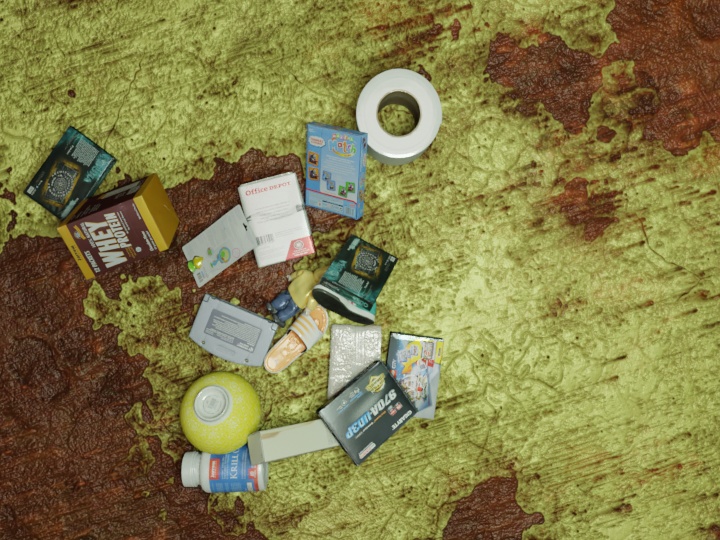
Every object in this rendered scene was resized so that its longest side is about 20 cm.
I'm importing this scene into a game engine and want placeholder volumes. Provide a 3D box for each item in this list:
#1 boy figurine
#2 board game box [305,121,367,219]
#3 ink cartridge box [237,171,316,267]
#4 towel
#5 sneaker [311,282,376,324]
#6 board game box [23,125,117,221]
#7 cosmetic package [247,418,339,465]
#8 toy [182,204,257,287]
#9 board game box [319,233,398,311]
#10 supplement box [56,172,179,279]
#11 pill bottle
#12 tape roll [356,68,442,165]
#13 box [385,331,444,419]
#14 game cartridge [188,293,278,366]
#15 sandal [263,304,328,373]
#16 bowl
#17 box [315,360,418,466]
[{"bbox_3d":[-0.139,0.048,1.536,0.199,0.064,0.125,-38,59,0],"label":"boy figurine"},{"bbox_3d":[-0.059,-0.236,1.478,0.150,0.037,0.202,18,121,25],"label":"board game box"},{"bbox_3d":[-0.200,-0.123,1.525,0.145,0.083,0.203,-14,93,0],"label":"ink cartridge box"},{"bbox_3d":[-0.016,0.235,1.566,0.131,0.034,0.203,2,92,-1],"label":"towel"},{"bbox_3d":[-0.029,0.041,1.504,0.199,0.083,0.122,32,59,-41],"label":"sneaker"},{"bbox_3d":[-0.711,-0.232,1.534,0.135,0.028,0.201,36,90,-2],"label":"board game box"},{"bbox_3d":[-0.159,0.406,1.490,0.198,0.105,0.072,-3,71,-32],"label":"cosmetic package"},{"bbox_3d":[-0.337,-0.057,1.526,0.199,0.047,0.116,-32,75,18],"label":"toy"},{"bbox_3d":[0.000,0.000,1.482,0.134,0.200,0.028,28,129,4],"label":"board game box"},{"bbox_3d":[-0.551,-0.107,1.449,0.198,0.198,0.134,-20,115,1],"label":"supplement box"},{"bbox_3d":[-0.330,0.485,1.533,0.197,0.112,0.114,-3,92,-1],"label":"pill bottle"},{"bbox_3d":[0.087,-0.361,1.492,0.200,0.139,0.206,0,92,0],"label":"tape roll"},{"bbox_3d":[0.129,0.262,1.567,0.135,0.038,0.203,8,92,-1],"label":"box"},{"bbox_3d":[-0.318,0.156,1.560,0.198,0.042,0.134,23,96,-2],"label":"game cartridge"},{"bbox_3d":[-0.153,0.174,1.538,0.079,0.059,0.207,43,81,-5],"label":"sandal"},{"bbox_3d":[-0.344,0.328,1.492,0.197,0.108,0.202,0,65,1],"label":"bowl"},{"bbox_3d":[0.016,0.338,1.497,0.199,0.046,0.160,-36,92,-19],"label":"box"}]
